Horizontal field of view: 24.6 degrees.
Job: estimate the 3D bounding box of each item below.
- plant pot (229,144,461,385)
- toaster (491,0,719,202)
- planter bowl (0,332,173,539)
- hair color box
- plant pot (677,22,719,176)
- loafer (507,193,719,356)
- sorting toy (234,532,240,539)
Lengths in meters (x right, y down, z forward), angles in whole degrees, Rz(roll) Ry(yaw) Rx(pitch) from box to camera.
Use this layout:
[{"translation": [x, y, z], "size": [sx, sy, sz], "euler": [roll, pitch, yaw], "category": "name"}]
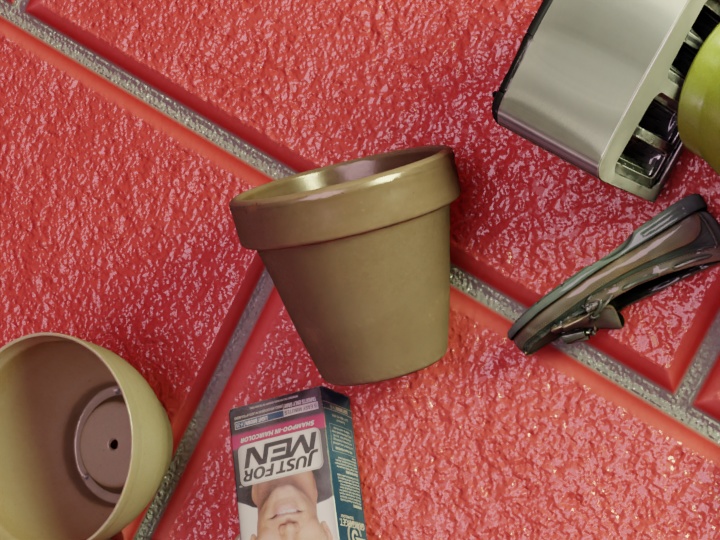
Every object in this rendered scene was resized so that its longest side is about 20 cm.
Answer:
[{"translation": [0.000, 0.000, 1.414], "size": [0.198, 0.200, 0.177], "euler": [-8, 100, 25], "category": "plant pot"}, {"translation": [0.207, -0.166, 1.305], "size": [0.118, 0.199, 0.182], "euler": [33, 100, 29], "category": "toaster"}, {"translation": [-0.258, 0.163, 1.541], "size": [0.198, 0.134, 0.203], "euler": [-3, 83, 26], "category": "planter bowl"}, {"translation": [-0.053, 0.213, 1.459], "size": [0.099, 0.060, 0.202], "euler": [-16, 69, 23], "category": "hair color box"}, {"translation": [0.351, -0.110, 1.247], "size": [0.192, 0.200, 0.202], "euler": [36, 102, 35], "category": "plant pot"}, {"translation": [0.212, 0.017, 1.361], "size": [0.199, 0.072, 0.063], "euler": [-38, 77, 17], "category": "loafer"}, {"translation": [-0.065, 0.358, 1.486], "size": [0.199, 0.036, 0.187], "euler": [26, 97, 25], "category": "sorting toy"}]
